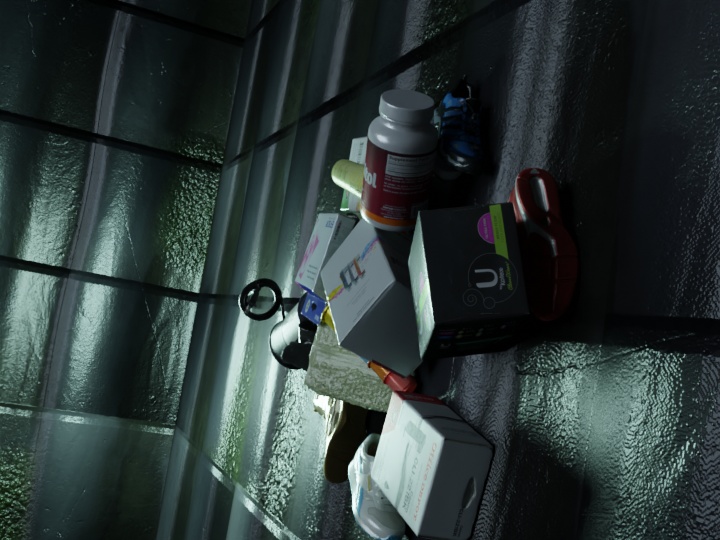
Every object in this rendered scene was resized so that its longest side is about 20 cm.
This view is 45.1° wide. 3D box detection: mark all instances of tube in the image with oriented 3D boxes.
[{"bbox_3d":[0.007,-0.159,1.548,0.200,0.051,0.059,36,153,60],"label":"tube"}]

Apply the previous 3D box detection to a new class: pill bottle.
[{"bbox_3d":[0.062,-0.174,1.368,0.114,0.111,0.203,-113,25,-56],"label":"pill bottle"}]

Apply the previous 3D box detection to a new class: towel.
[{"bbox_3d":[-0.007,0.163,1.522,0.197,0.036,0.151,12,92,31],"label":"towel"}]

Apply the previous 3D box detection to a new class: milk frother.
[{"bbox_3d":[-0.147,0.088,1.843,0.188,0.197,0.184,136,144,-55],"label":"milk frother"}]

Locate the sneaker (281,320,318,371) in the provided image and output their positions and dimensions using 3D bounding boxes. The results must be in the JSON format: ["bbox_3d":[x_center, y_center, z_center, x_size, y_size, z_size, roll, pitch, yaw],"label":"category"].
[{"bbox_3d":[-0.067,0.165,1.696,0.197,0.060,0.106,20,118,28],"label":"sneaker"}]

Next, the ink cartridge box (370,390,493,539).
[{"bbox_3d":[0.099,0.280,1.263,0.200,0.082,0.147,-149,73,-67],"label":"ink cartridge box"}]

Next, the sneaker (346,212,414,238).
[{"bbox_3d":[0.033,-0.063,1.589,0.199,0.092,0.072,6,83,66],"label":"sneaker"}]

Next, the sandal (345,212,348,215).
[{"bbox_3d":[0.013,-0.057,1.702,0.076,0.047,0.201,-64,27,24],"label":"sandal"}]

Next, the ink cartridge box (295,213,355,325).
[{"bbox_3d":[-0.078,-0.009,1.631,0.196,0.043,0.203,-167,97,-76],"label":"ink cartridge box"}]

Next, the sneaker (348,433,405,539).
[{"bbox_3d":[0.030,0.355,1.419,0.082,0.075,0.201,-65,26,26],"label":"sneaker"}]

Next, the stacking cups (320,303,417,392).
[{"bbox_3d":[0.014,0.132,1.455,0.200,0.060,0.061,47,129,25],"label":"stacking cups"}]

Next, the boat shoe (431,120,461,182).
[{"bbox_3d":[0.127,-0.197,1.468,0.201,0.068,0.067,-110,20,-49],"label":"boat shoe"}]

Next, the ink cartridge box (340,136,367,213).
[{"bbox_3d":[0.043,-0.175,1.636,0.200,0.086,0.148,-169,89,-70],"label":"ink cartridge box"}]

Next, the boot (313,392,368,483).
[{"bbox_3d":[-0.047,0.292,1.650,0.155,0.072,0.204,173,108,-68],"label":"boot"}]

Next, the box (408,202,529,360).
[{"bbox_3d":[0.135,0.020,1.134,0.200,0.122,0.151,90,173,-71],"label":"box"}]

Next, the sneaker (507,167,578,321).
[{"bbox_3d":[0.228,-0.020,1.136,0.116,0.077,0.204,106,166,-68],"label":"sneaker"}]

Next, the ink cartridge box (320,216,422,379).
[{"bbox_3d":[0.042,0.037,1.408,0.145,0.144,0.201,-49,30,21],"label":"ink cartridge box"}]

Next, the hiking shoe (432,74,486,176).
[{"bbox_3d":[0.161,-0.230,1.375,0.202,0.073,0.088,-104,32,-48],"label":"hiking shoe"}]
